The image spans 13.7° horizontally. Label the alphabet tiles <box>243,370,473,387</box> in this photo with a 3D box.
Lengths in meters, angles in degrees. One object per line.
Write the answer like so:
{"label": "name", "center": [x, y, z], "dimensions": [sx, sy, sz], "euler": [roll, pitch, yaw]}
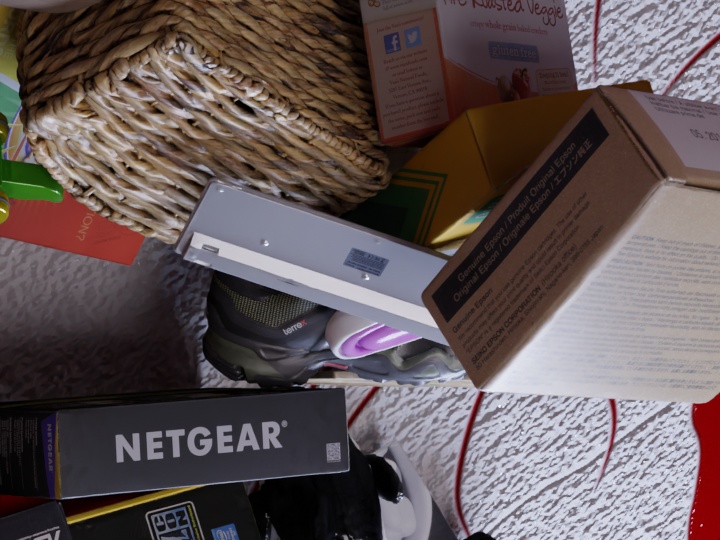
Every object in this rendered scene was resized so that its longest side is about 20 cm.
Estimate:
{"label": "alphabet tiles", "center": [0.032, 0.069, 1.868], "dimensions": [0.200, 0.166, 0.006], "euler": [4, 86, -39]}

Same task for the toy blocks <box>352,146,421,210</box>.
{"label": "toy blocks", "center": [-0.030, -0.038, 1.798], "dimensions": [0.136, 0.100, 0.200], "euler": [-2, 121, -23]}

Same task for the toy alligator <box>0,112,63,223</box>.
{"label": "toy alligator", "center": [-0.245, -0.062, 1.577], "dimensions": [0.054, 0.059, 0.200], "euler": [-24, 150, 38]}

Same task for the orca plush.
{"label": "orca plush", "center": [-0.031, 0.175, 1.879], "dimensions": [0.071, 0.105, 0.201], "euler": [-7, 97, -75]}

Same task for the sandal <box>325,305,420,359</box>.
{"label": "sandal", "center": [0.081, 0.022, 1.697], "dimensions": [0.202, 0.050, 0.082], "euler": [-18, 163, -3]}

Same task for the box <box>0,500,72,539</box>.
{"label": "box", "center": [-0.265, 0.191, 1.712], "dimensions": [0.161, 0.049, 0.200], "euler": [-14, 171, -27]}

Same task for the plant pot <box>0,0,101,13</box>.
{"label": "plant pot", "center": [-0.182, -0.209, 1.494], "dimensions": [0.200, 0.200, 0.175], "euler": [-50, 149, 3]}

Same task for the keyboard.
{"label": "keyboard", "center": [0.000, 0.000, 1.633], "dimensions": [0.200, 0.011, 0.056], "euler": [18, 122, -17]}

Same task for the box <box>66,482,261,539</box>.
{"label": "box", "center": [-0.122, 0.241, 1.849], "dimensions": [0.159, 0.201, 0.049], "euler": [-13, 171, -28]}

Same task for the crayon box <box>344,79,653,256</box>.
{"label": "crayon box", "center": [0.086, -0.048, 1.655], "dimensions": [0.125, 0.052, 0.200], "euler": [-11, 164, -31]}

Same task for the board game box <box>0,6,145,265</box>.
{"label": "board game box", "center": [-0.182, -0.093, 1.668], "dimensions": [0.200, 0.040, 0.153], "euler": [13, 111, -42]}

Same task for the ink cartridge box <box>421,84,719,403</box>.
{"label": "ink cartridge box", "center": [0.157, -0.010, 1.589], "dimensions": [0.200, 0.075, 0.165], "euler": [6, 132, -46]}

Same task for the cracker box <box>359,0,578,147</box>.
{"label": "cracker box", "center": [0.056, -0.170, 1.683], "dimensions": [0.134, 0.058, 0.201], "euler": [-1, 79, -54]}

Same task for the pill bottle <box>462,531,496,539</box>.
{"label": "pill bottle", "center": [0.020, 0.262, 2.018], "dimensions": [0.200, 0.112, 0.112], "euler": [-30, 133, -18]}

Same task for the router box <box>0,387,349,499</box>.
{"label": "router box", "center": [-0.131, 0.099, 1.757], "dimensions": [0.200, 0.157, 0.052], "euler": [-3, 90, -35]}

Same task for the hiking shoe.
{"label": "hiking shoe", "center": [0.006, 0.010, 1.745], "dimensions": [0.199, 0.076, 0.101], "euler": [-6, 123, -9]}

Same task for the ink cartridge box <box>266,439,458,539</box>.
{"label": "ink cartridge box", "center": [-0.009, 0.244, 1.937], "dimensions": [0.198, 0.200, 0.043], "euler": [-30, 173, -17]}

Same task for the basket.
{"label": "basket", "center": [-0.096, -0.114, 1.645], "dimensions": [0.143, 0.149, 0.200], "euler": [-28, 143, 28]}
